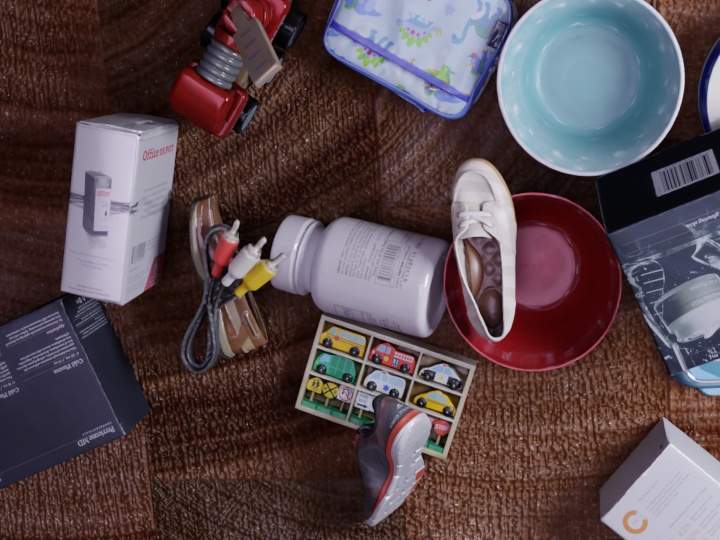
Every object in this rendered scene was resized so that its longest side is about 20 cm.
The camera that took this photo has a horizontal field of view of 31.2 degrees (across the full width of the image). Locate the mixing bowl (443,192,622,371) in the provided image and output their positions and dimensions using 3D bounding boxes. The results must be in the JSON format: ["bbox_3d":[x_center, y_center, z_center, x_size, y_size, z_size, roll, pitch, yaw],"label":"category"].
[{"bbox_3d":[0.198,0.005,1.474,0.197,0.108,0.203,2,101,10],"label":"mixing bowl"}]

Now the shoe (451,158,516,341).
[{"bbox_3d":[0.137,-0.020,1.397,0.069,0.053,0.203,-7,100,11],"label":"shoe"}]

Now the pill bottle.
[{"bbox_3d":[0.000,0.000,1.500,0.197,0.114,0.116,14,104,18],"label":"pill bottle"}]

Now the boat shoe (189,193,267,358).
[{"bbox_3d":[-0.156,0.005,1.559,0.073,0.076,0.203,-9,108,6],"label":"boat shoe"}]

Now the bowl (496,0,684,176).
[{"bbox_3d":[0.253,-0.211,1.423,0.198,0.105,0.204,2,101,10],"label":"bowl"}]

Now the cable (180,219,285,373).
[{"bbox_3d":[-0.171,0.028,1.501,0.097,0.050,0.201,36,107,3],"label":"cable"}]

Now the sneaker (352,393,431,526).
[{"bbox_3d":[0.029,0.222,1.555,0.082,0.077,0.202,37,134,25],"label":"sneaker"}]

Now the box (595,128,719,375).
[{"bbox_3d":[0.378,-0.027,1.359,0.198,0.125,0.198,-22,120,17],"label":"box"}]

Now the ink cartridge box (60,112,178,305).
[{"bbox_3d":[-0.282,-0.078,1.520,0.084,0.146,0.203,12,103,8],"label":"ink cartridge box"}]

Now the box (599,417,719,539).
[{"bbox_3d":[0.394,0.292,1.505,0.199,0.098,0.125,39,105,0],"label":"box"}]

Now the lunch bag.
[{"bbox_3d":[0.067,-0.273,1.457,0.198,0.082,0.162,31,107,3],"label":"lunch bag"}]

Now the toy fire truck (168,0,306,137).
[{"bbox_3d":[-0.140,-0.229,1.437,0.128,0.200,0.177,33,105,2],"label":"toy fire truck"}]

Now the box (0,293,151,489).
[{"bbox_3d":[-0.396,0.144,1.606,0.198,0.104,0.184,-23,96,13],"label":"box"}]

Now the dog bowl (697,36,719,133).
[{"bbox_3d":[0.471,-0.190,1.404,0.197,0.079,0.203,2,102,10],"label":"dog bowl"}]

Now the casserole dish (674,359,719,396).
[{"bbox_3d":[0.411,0.052,1.485,0.119,0.039,0.203,-4,101,11],"label":"casserole dish"}]

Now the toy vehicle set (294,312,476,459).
[{"bbox_3d":[0.030,0.139,1.572,0.197,0.027,0.126,18,104,6],"label":"toy vehicle set"}]
